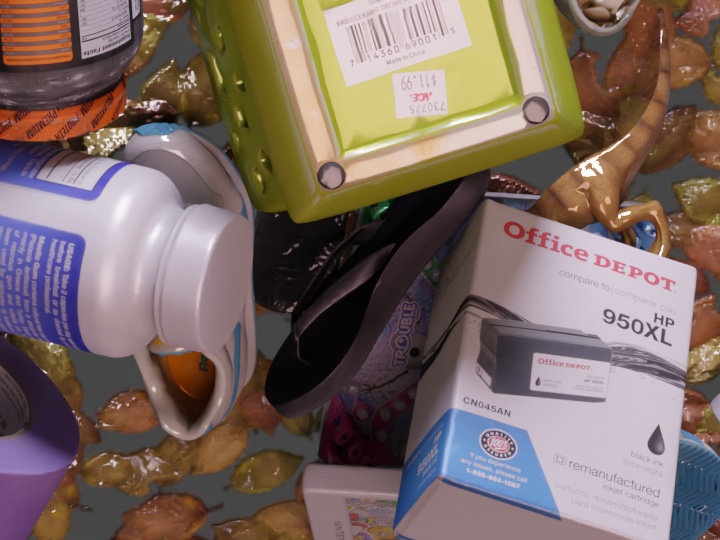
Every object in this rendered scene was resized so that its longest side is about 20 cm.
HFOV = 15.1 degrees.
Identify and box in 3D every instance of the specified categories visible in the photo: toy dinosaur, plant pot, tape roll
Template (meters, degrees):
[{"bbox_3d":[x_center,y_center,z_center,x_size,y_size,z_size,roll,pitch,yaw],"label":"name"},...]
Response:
[{"bbox_3d":[0.150,-0.052,1.672,0.200,0.060,0.106,-41,110,0],"label":"toy dinosaur"},{"bbox_3d":[0.013,-0.140,1.519,0.199,0.181,0.200,-17,101,-4],"label":"plant pot"},{"bbox_3d":[-0.271,0.090,1.588,0.199,0.200,0.085,24,108,-23],"label":"tape roll"}]

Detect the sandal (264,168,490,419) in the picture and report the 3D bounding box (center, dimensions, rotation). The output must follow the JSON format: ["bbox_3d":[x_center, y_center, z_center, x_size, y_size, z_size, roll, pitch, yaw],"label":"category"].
[{"bbox_3d":[0.000,-0.001,1.652,0.043,0.076,0.200,34,95,-28],"label":"sandal"}]

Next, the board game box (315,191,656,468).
[{"bbox_3d":[0.084,0.046,1.747,0.199,0.026,0.201,3,116,-15],"label":"board game box"}]

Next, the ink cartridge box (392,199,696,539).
[{"bbox_3d":[0.112,0.075,1.600,0.144,0.201,0.084,18,145,-10],"label":"ink cartridge box"}]

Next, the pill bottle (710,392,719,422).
[{"bbox_3d":[0.325,0.047,1.754,0.200,0.111,0.111,-45,117,11],"label":"pill bottle"}]

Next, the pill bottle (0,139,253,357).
[{"bbox_3d":[-0.168,-0.012,1.564,0.199,0.112,0.113,13,117,16],"label":"pill bottle"}]

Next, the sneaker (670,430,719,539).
[{"bbox_3d":[0.157,0.112,1.731,0.200,0.081,0.077,27,107,-31],"label":"sneaker"}]

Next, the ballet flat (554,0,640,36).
[{"bbox_3d":[0.177,-0.229,1.606,0.067,0.064,0.201,19,111,-20],"label":"ballet flat"}]

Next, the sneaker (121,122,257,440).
[{"bbox_3d":[-0.105,0.006,1.642,0.076,0.081,0.201,-2,118,16],"label":"sneaker"}]

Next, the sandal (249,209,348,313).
[{"bbox_3d":[-0.027,-0.060,1.654,0.075,0.048,0.201,0,117,-12],"label":"sandal"}]

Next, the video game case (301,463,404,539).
[{"bbox_3d":[0.069,0.172,1.722,0.199,0.023,0.182,3,154,6],"label":"video game case"}]

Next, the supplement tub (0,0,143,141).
[{"bbox_3d":[-0.184,-0.182,1.514,0.122,0.123,0.201,-6,118,-10],"label":"supplement tub"}]
